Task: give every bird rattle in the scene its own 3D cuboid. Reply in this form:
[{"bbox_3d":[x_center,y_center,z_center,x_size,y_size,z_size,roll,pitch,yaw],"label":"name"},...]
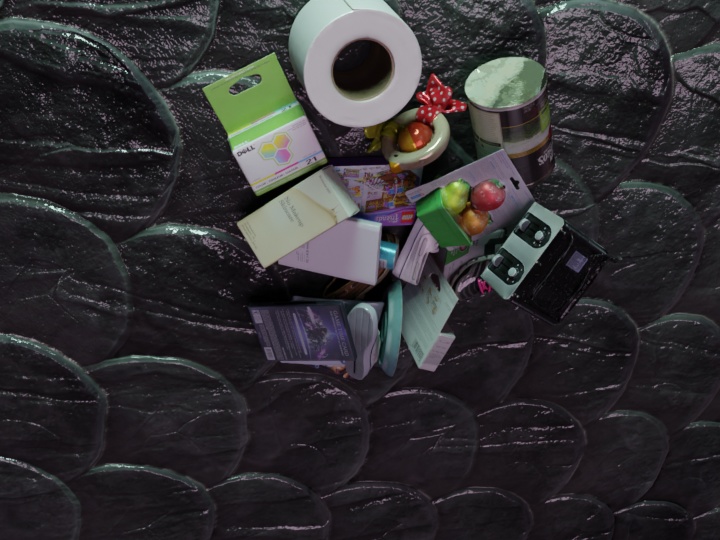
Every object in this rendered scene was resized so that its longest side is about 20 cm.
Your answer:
[{"bbox_3d":[0.103,-0.251,1.494,0.200,0.163,0.113,-16,145,5],"label":"bird rattle"}]

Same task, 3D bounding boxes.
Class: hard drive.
[{"bbox_3d":[-0.061,-0.051,1.589,0.200,0.025,0.132,12,124,12],"label":"hard drive"}]

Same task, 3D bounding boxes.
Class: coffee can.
[{"bbox_3d":[0.277,-0.267,1.515,0.146,0.146,0.200,-22,136,-2],"label":"coffee can"}]

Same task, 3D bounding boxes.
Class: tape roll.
[{"bbox_3d":[-0.011,-0.360,1.388,0.202,0.139,0.203,-8,124,-12],"label":"tape roll"}]

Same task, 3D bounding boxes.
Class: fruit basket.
[{"bbox_3d":[0.211,-0.131,1.538,0.200,0.094,0.185,-28,133,18],"label":"fruit basket"}]

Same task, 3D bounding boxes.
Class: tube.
[{"bbox_3d":[-0.026,-0.045,1.621,0.200,0.050,0.078,11,117,7],"label":"tube"}]

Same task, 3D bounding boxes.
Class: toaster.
[{"bbox_3d":[0.352,-0.009,1.545,0.200,0.119,0.181,26,104,-39],"label":"toaster"}]

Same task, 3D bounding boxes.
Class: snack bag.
[{"bbox_3d":[-0.064,0.130,1.720,0.200,0.021,0.189,4,127,-16],"label":"snack bag"}]

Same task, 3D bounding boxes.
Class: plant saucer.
[{"bbox_3d":[0.059,0.118,1.698,0.027,0.200,0.200,5,122,-6],"label":"plant saucer"}]

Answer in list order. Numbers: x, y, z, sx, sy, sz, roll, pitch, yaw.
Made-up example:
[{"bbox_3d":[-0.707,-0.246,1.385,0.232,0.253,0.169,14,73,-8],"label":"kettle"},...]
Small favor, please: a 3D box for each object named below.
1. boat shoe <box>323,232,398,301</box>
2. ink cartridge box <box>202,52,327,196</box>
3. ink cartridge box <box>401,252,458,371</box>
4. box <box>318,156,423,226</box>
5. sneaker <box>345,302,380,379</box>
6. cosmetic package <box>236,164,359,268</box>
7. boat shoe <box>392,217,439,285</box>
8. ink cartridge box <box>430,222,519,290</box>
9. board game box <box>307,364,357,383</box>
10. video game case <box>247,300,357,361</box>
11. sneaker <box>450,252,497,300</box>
[{"bbox_3d":[0.000,0.000,1.675,0.068,0.072,0.200,24,113,-30],"label":"boat shoe"},{"bbox_3d":[-0.168,-0.254,1.449,0.148,0.076,0.200,-26,128,1],"label":"ink cartridge box"},{"bbox_3d":[0.143,0.077,1.691,0.045,0.200,0.176,14,118,-26],"label":"ink cartridge box"},{"bbox_3d":[0.016,-0.152,1.597,0.200,0.039,0.137,-3,124,-15],"label":"box"},{"bbox_3d":[0.007,0.133,1.682,0.073,0.071,0.200,25,135,17],"label":"sneaker"},{"bbox_3d":[-0.116,-0.099,1.523,0.200,0.073,0.104,-31,94,21],"label":"cosmetic package"},{"bbox_3d":[0.133,-0.062,1.663,0.065,0.074,0.200,30,120,10],"label":"boat shoe"},{"bbox_3d":[0.256,-0.042,1.719,0.200,0.083,0.147,-4,125,-15],"label":"ink cartridge box"},{"bbox_3d":[-0.055,0.158,1.787,0.200,0.035,0.136,25,113,-29],"label":"board game box"},{"bbox_3d":[-0.116,0.124,1.659,0.200,0.019,0.143,-3,123,18],"label":"video game case"},{"bbox_3d":[0.279,0.015,1.657,0.200,0.087,0.074,-23,127,-2],"label":"sneaker"}]
